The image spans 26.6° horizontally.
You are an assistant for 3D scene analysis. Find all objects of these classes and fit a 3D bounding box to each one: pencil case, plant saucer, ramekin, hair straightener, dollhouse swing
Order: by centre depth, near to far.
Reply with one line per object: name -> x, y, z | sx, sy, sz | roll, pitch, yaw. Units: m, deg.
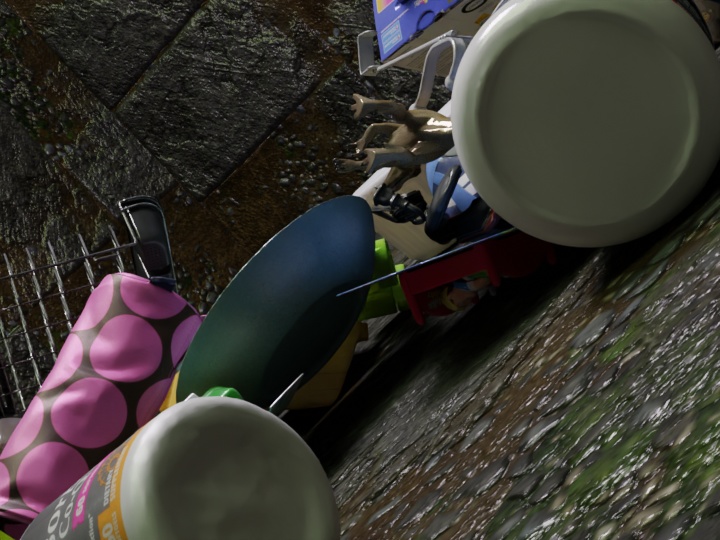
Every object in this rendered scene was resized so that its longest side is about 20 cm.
pencil case -> -0.179, 0.100, 1.049 | 0.091, 0.094, 0.200 | 93, -159, -70
hair straightener -> 0.047, -0.050, 1.074 | 0.200, 0.077, 0.041 | -178, 113, -84
plant saucer -> -0.046, 0.038, 1.075 | 0.201, 0.039, 0.201 | -44, -20, -21
dollhouse swing -> -0.090, 0.138, 1.262 | 0.182, 0.176, 0.200 | -2, -6, -13
ramekin -> 0.086, -0.095, 1.455 | 0.202, 0.094, 0.202 | -44, 4, 4

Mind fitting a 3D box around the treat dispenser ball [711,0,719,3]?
treat dispenser ball -> 0.237, -0.250, 0.867 | 0.201, 0.201, 0.201 | -44, 5, 4

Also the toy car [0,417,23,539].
toy car -> -0.233, 0.217, 1.156 | 0.150, 0.175, 0.200 | 0, -39, -30

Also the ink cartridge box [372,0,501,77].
ink cartridge box -> 0.103, -0.217, 1.238 | 0.200, 0.076, 0.136 | 5, -23, -35

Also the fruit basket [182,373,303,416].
fruit basket -> -0.119, 0.154, 1.015 | 0.185, 0.094, 0.200 | -46, 2, -23

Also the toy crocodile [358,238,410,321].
toy crocodile -> 0.000, 0.000, 1.232 | 0.067, 0.062, 0.200 | -14, -17, 7

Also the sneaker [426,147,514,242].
sneaker -> 0.111, -0.060, 1.117 | 0.074, 0.082, 0.200 | -8, 9, -20

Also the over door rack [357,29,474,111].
over door rack -> 0.097, -0.140, 1.120 | 0.200, 0.148, 0.067 | -155, 68, -70

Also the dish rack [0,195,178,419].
dish rack -> -0.230, 0.039, 1.142 | 0.200, 0.154, 0.055 | -16, 41, -14

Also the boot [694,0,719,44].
boot -> 0.187, -0.138, 1.198 | 0.186, 0.064, 0.200 | -44, 8, -27

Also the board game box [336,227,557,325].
board game box -> 0.075, 0.001, 0.961 | 0.158, 0.039, 0.200 | -21, 0, 10

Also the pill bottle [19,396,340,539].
pill bottle -> -0.108, 0.153, 0.767 | 0.200, 0.116, 0.116 | -40, 6, 43

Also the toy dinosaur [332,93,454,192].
toy dinosaur -> 0.045, -0.093, 1.049 | 0.101, 0.058, 0.200 | -1, -4, -26

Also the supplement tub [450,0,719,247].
supplement tub -> 0.129, -0.102, 0.848 | 0.140, 0.140, 0.200 | -42, 5, 18
